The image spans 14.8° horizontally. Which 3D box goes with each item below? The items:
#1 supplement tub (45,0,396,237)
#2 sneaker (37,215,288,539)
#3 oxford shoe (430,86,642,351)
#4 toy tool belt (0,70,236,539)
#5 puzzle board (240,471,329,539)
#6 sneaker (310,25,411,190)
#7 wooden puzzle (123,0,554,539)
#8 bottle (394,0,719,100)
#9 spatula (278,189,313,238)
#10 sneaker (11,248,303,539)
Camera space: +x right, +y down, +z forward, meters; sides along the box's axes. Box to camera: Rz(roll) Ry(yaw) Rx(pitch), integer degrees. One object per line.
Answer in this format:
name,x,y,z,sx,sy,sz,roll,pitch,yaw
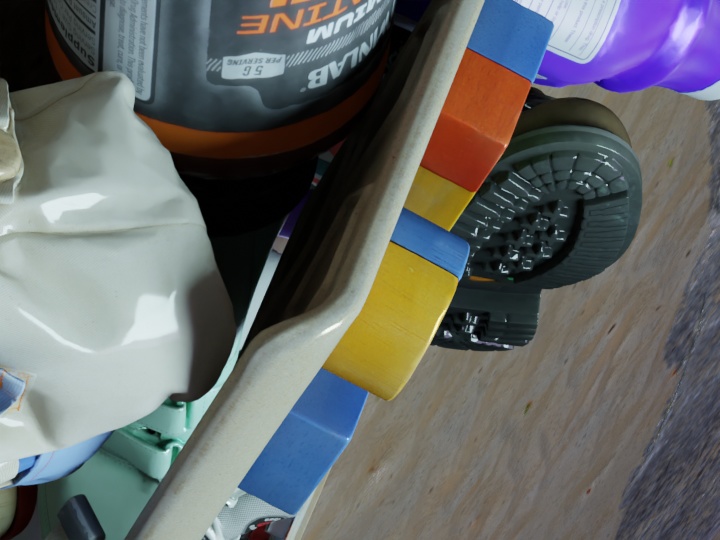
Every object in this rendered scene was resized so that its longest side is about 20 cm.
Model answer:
supplement tub,-0.038,-0.101,0.796,0.107,0.107,0.201,-43,156,-33
sneaker,-0.086,0.033,0.944,0.118,0.073,0.202,-25,135,-68
oxford shoe,0.051,-0.033,0.981,0.200,0.072,0.085,137,-37,-71
toy tool belt,-0.131,0.030,0.797,0.122,0.125,0.200,-14,154,-36
puzzle board,-0.034,0.097,1.178,0.151,0.017,0.201,-74,-175,-54
sneaker,0.045,-0.115,1.032,0.200,0.070,0.094,-46,164,-20
wooden puzzle,0.000,0.000,0.854,0.201,0.046,0.185,-62,-176,-37
bottle,0.067,-0.108,0.966,0.199,0.065,0.084,17,87,-44
spatula,-0.008,-0.022,1.090,0.200,0.056,0.021,0,106,-79
sneaker,-0.072,0.083,1.048,0.201,0.088,0.074,-54,162,-2
